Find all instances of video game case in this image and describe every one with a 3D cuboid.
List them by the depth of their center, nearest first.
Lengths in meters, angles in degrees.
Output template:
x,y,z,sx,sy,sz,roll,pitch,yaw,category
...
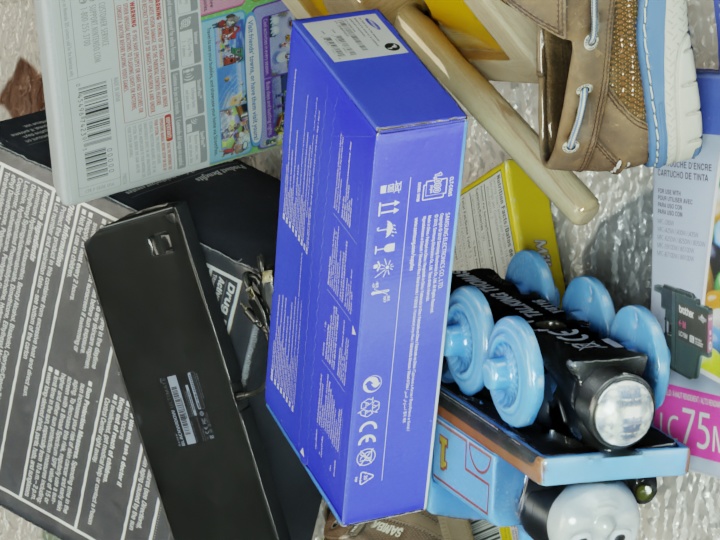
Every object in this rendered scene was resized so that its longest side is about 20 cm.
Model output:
x,y,z,sx,sy,sz,roll,pitch,yaw,category
-0.070,-0.134,1.374,0.022,0.181,0.201,-123,23,-43,video game case

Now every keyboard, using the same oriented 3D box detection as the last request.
x,y,z,sx,sy,sz,roll,pitch,yaw,category
-0.066,0.063,1.393,0.127,0.021,0.201,-13,96,42,keyboard

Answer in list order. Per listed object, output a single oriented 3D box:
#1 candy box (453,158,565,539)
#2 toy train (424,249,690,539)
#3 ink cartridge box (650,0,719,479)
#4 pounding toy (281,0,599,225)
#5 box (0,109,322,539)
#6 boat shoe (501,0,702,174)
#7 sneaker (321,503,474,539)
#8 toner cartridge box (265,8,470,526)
x,y,z,sx,sy,sz,roll,pitch,yaw,category
0.071,0.057,1.341,0.102,0.026,0.201,-29,67,58,candy box
0.071,0.061,1.221,0.200,0.086,0.115,-149,57,-64,toy train
0.164,-0.013,1.152,0.119,0.042,0.201,11,100,62,ink cartridge box
0.028,-0.143,1.236,0.184,0.200,0.142,9,56,54,pounding toy
-0.113,0.041,1.504,0.198,0.123,0.201,26,116,27,box
0.085,-0.122,1.098,0.072,0.072,0.201,-115,10,-62,boat shoe
0.010,0.117,1.366,0.200,0.075,0.071,-107,11,-52,sneaker
0.000,0.000,1.203,0.095,0.043,0.201,-124,32,-49,toner cartridge box
